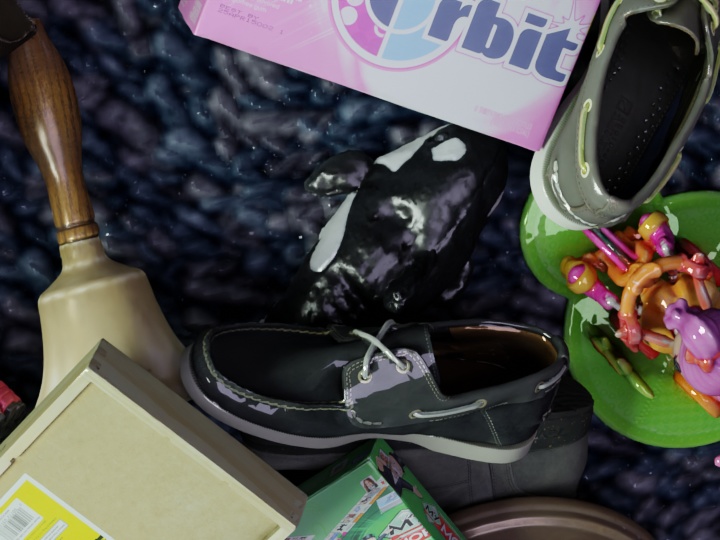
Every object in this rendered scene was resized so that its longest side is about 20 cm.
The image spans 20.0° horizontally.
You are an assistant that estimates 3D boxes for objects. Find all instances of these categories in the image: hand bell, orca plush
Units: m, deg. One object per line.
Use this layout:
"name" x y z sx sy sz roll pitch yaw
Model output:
"hand bell" -0.143 -0.025 1.011 0.104 0.104 0.201 -16 92 -7
"orca plush" 0.000 0.000 1.053 0.200 0.071 0.105 -28 110 -2

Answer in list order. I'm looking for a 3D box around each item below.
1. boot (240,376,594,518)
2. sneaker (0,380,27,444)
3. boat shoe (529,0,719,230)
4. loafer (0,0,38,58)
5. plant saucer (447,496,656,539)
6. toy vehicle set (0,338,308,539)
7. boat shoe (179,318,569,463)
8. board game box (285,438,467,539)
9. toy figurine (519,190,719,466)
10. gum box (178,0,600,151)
"boot" 0.033 0.129 1.108 0.199 0.068 0.131 -2 113 -10
"sneaker" -0.260 0.113 1.037 0.200 0.081 0.075 -44 82 3
"boat shoe" 0.151 -0.114 1.031 0.072 0.060 0.202 28 79 -18
"loafer" -0.201 -0.186 0.958 0.071 0.073 0.201 -18 118 -12
"plant saucer" 0.084 0.209 1.131 0.199 0.030 0.201 -5 124 -8
"toy vehicle set" -0.136 0.136 0.984 0.124 0.027 0.200 40 118 -12
"boat shoe" 0.009 0.046 1.008 0.199 0.072 0.068 7 136 -24
"board game box" -0.027 0.190 1.080 0.200 0.029 0.135 -34 101 24
"toy figurine" 0.185 0.037 1.046 0.150 0.184 0.200 -46 110 4
"gum box" 0.014 -0.148 1.013 0.199 0.066 0.114 17 104 -17
